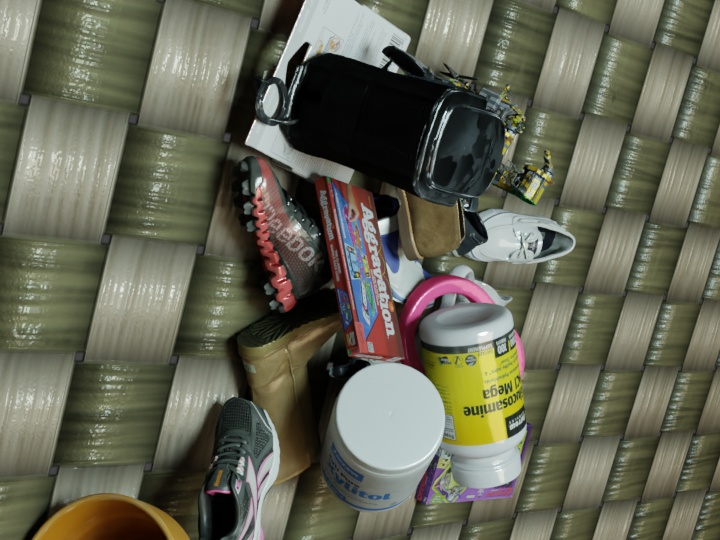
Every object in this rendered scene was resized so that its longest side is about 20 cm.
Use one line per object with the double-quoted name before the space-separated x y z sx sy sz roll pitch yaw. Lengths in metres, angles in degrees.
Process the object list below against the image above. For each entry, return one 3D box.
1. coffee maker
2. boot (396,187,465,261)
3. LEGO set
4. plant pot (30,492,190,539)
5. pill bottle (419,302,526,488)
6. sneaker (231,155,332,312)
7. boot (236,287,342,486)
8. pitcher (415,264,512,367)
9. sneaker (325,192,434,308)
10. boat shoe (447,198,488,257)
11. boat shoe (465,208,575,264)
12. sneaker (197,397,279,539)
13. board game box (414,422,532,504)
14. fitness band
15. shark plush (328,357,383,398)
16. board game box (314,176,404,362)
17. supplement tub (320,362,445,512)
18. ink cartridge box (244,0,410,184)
"coffee maker" 0.022 -0.144 1.306 0.191 0.199 0.136 -22 122 -39
"boot" 0.076 -0.116 1.462 0.074 0.075 0.202 -30 110 -67
"LEGO set" 0.172 -0.178 1.545 0.200 0.153 0.117 32 88 -49
"plant pot" -0.241 0.356 1.352 0.201 0.199 0.183 -60 153 -7
"pill bottle" 0.137 0.148 1.484 0.112 0.112 0.202 -22 109 -37
"sneaker" -0.081 -0.049 1.390 0.097 0.071 0.202 -21 127 -7
"boot" -0.070 0.137 1.510 0.174 0.066 0.202 -25 125 -27
"pitcher" 0.115 0.099 1.624 0.202 0.120 0.171 -67 154 -7
"sneaker" 0.035 -0.029 1.524 0.199 0.080 0.116 20 95 -46
"boat shoe" 0.114 -0.096 1.570 0.201 0.062 0.075 64 19 -44
"boat shoe" 0.220 -0.045 1.713 0.199 0.065 0.074 -10 114 -43
"sneaker" -0.140 0.234 1.390 0.086 0.080 0.202 56 29 -62
"board game box" 0.168 0.278 1.831 0.199 0.032 0.121 7 98 -46
"fitness band" 0.123 0.098 1.549 0.144 0.037 0.200 -44 116 -11
"shark plush" 0.007 0.138 1.530 0.083 0.091 0.200 -42 176 7
"board game box" 0.000 0.000 1.398 0.103 0.019 0.202 15 61 -60
"supplement tub" 0.023 0.202 1.483 0.132 0.132 0.200 -45 167 -21
"ink cartridge box" -0.045 -0.206 1.392 0.176 0.045 0.202 24 89 -48
